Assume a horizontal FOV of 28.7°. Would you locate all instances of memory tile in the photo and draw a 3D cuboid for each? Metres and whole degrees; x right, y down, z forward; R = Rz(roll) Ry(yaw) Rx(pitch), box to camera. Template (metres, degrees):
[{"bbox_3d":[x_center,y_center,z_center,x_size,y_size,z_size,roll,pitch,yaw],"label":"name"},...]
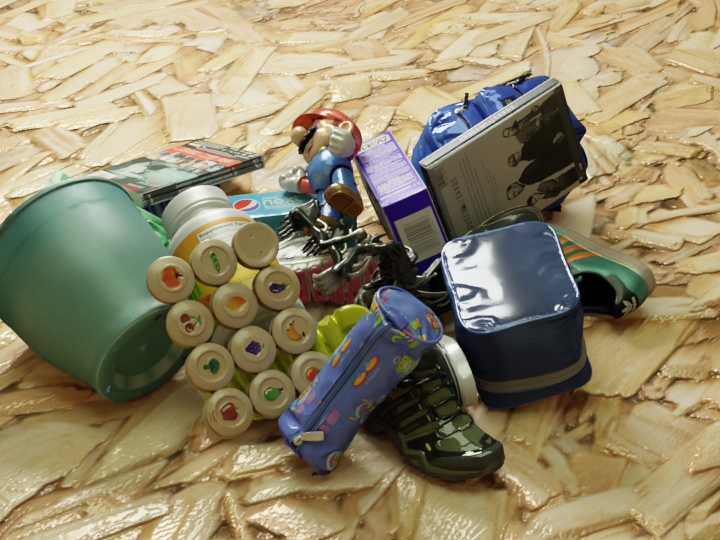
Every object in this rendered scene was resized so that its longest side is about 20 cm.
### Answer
[{"bbox_3d":[-0.121,0.059,1.450,0.153,0.017,0.200,-21,82,-24],"label":"memory tile"}]

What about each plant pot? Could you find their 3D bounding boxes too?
[{"bbox_3d":[-0.278,0.034,1.520,0.200,0.200,0.188,-24,55,-33],"label":"plant pot"}]

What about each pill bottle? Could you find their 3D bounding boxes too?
[{"bbox_3d":[-0.149,0.002,1.574,0.111,0.111,0.200,-15,53,-23],"label":"pill bottle"}]

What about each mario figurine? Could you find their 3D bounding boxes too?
[{"bbox_3d":[-0.055,-0.129,1.699,0.123,0.106,0.200,-22,39,11],"label":"mario figurine"}]

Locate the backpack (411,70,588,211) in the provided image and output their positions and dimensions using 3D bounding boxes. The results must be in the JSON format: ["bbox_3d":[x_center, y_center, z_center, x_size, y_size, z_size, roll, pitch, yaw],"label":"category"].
[{"bbox_3d":[0.170,-0.157,1.793,0.200,0.168,0.163,-19,60,-27],"label":"backpack"}]

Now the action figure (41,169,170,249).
[{"bbox_3d":[-0.308,-0.049,1.746,0.200,0.055,0.118,18,53,4],"label":"action figure"}]

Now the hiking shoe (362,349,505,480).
[{"bbox_3d":[0.063,0.136,1.423,0.200,0.101,0.076,27,36,35],"label":"hiking shoe"}]

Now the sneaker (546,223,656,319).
[{"bbox_3d":[0.243,0.002,1.668,0.200,0.072,0.080,19,40,33],"label":"sneaker"}]

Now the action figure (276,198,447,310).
[{"bbox_3d":[0.000,0.000,1.543,0.200,0.119,0.102,32,80,41],"label":"action figure"}]

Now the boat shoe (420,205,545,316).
[{"bbox_3d":[0.140,-0.012,1.636,0.200,0.063,0.073,-35,85,-11],"label":"boat shoe"}]

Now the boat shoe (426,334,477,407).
[{"bbox_3d":[0.059,0.095,1.521,0.068,0.074,0.199,-19,34,-16],"label":"boat shoe"}]

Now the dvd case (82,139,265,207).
[{"bbox_3d":[-0.247,-0.131,1.862,0.200,0.022,0.146,-21,26,-39],"label":"dvd case"}]

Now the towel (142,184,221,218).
[{"bbox_3d":[-0.274,-0.081,1.846,0.200,0.024,0.145,-12,36,-15],"label":"towel"}]

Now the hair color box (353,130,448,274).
[{"bbox_3d":[0.049,-0.083,1.736,0.065,0.109,0.200,-23,27,1],"label":"hair color box"}]

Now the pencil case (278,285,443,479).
[{"bbox_3d":[-0.005,0.109,1.386,0.078,0.200,0.087,42,20,11],"label":"pencil case"}]

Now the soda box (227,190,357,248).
[{"bbox_3d":[-0.107,-0.056,1.758,0.199,0.068,0.064,-6,32,-10],"label":"soda box"}]

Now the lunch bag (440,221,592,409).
[{"bbox_3d":[0.168,0.049,1.540,0.136,0.133,0.200,-13,36,3],"label":"lunch bag"}]

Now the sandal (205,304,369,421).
[{"bbox_3d":[-0.074,0.106,1.514,0.200,0.080,0.087,-22,-3,-16],"label":"sandal"}]

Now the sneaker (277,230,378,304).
[{"bbox_3d":[-0.050,-0.008,1.677,0.199,0.074,0.088,-7,39,-2],"label":"sneaker"}]

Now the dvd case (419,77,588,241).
[{"bbox_3d":[0.175,-0.119,1.691,0.200,0.150,0.025,-32,38,-13],"label":"dvd case"}]
